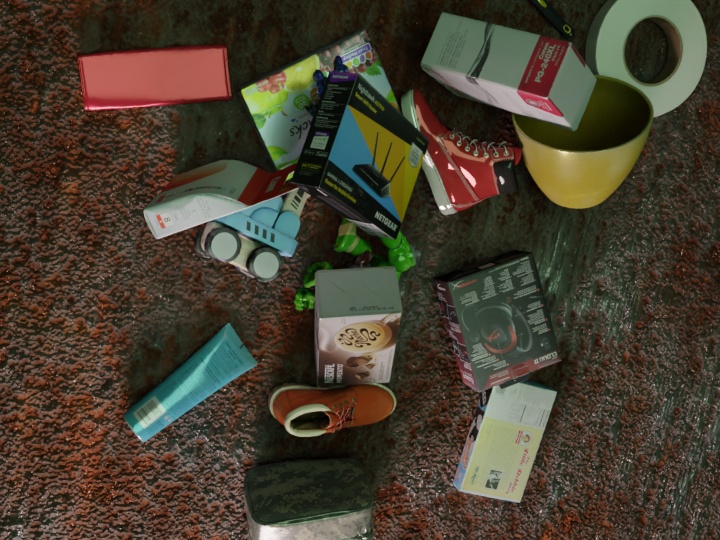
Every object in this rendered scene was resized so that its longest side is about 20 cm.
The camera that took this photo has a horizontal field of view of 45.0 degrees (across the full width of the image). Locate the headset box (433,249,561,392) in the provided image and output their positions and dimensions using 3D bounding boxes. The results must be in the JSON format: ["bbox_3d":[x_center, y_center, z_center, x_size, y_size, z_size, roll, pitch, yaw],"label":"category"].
[{"bbox_3d":[0.216,0.086,1.356,0.148,0.075,0.201,-19,99,-11],"label":"headset box"}]

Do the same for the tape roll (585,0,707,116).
[{"bbox_3d":[0.449,-0.343,1.365,0.202,0.037,0.204,-3,102,-16],"label":"tape roll"}]

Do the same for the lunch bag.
[{"bbox_3d":[-0.076,0.392,1.323,0.199,0.139,0.169,-5,119,-14],"label":"lunch bag"}]

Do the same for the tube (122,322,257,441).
[{"bbox_3d":[-0.250,0.168,1.270,0.200,0.050,0.078,-37,113,-11],"label":"tube"}]

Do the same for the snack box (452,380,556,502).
[{"bbox_3d":[0.237,0.276,1.433,0.116,0.037,0.201,15,97,-17],"label":"snack box"}]

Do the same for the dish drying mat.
[{"bbox_3d":[-0.278,-0.263,1.184,0.199,0.018,0.077,-8,104,-15],"label":"dish drying mat"}]

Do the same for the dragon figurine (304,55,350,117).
[{"bbox_3d":[-0.027,-0.186,1.172,0.059,0.099,0.201,-18,108,-12],"label":"dragon figurine"}]

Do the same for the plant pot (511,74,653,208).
[{"bbox_3d":[0.327,-0.179,1.300,0.199,0.200,0.142,-20,134,-11],"label":"plant pot"}]

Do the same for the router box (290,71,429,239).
[{"bbox_3d":[0.005,-0.142,1.115,0.200,0.051,0.150,29,77,-56],"label":"router box"}]

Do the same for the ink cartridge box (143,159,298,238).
[{"bbox_3d":[-0.169,-0.115,1.139,0.199,0.162,0.050,-21,109,11],"label":"ink cartridge box"}]

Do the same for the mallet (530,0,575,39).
[{"bbox_3d":[0.256,-0.425,1.295,0.199,0.041,0.066,29,96,-23],"label":"mallet"}]

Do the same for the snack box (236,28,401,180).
[{"bbox_3d":[-0.055,-0.234,1.235,0.199,0.053,0.143,-28,109,-9],"label":"snack box"}]

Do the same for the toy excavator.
[{"bbox_3d":[-0.114,-0.080,1.236,0.194,0.100,0.201,25,85,-20],"label":"toy excavator"}]

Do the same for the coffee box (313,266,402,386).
[{"bbox_3d":[-0.009,0.083,1.234,0.112,0.080,0.200,-3,146,-7],"label":"coffee box"}]

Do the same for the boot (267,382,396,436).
[{"bbox_3d":[-0.032,0.214,1.309,0.199,0.107,0.075,-1,100,-17],"label":"boot"}]

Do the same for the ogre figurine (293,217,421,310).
[{"bbox_3d":[0.000,0.000,1.274,0.120,0.098,0.201,30,95,-24],"label":"ogre figurine"}]

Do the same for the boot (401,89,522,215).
[{"bbox_3d":[0.152,-0.189,1.262,0.144,0.073,0.201,-18,116,23],"label":"boot"}]

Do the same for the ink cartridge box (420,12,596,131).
[{"bbox_3d":[0.204,-0.275,1.203,0.145,0.199,0.084,16,97,-61],"label":"ink cartridge box"}]
